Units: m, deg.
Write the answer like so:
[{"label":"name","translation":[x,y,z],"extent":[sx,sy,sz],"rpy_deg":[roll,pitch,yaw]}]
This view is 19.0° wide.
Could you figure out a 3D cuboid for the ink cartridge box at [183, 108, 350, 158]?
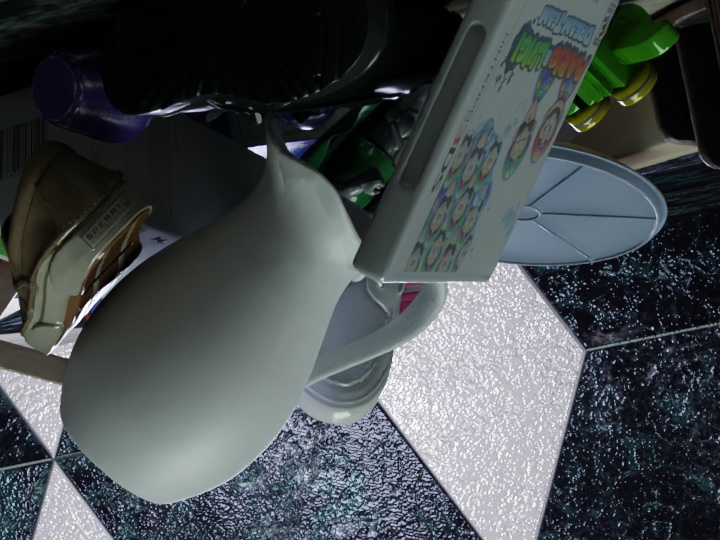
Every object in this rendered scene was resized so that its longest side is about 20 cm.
[{"label":"ink cartridge box","translation":[-0.019,-0.097,1.385],"extent":[0.198,0.045,0.094],"rpy_deg":[-9,173,-31]}]

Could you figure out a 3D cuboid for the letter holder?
[{"label":"letter holder","translation":[0.299,-0.112,1.384],"extent":[0.198,0.144,0.100],"rpy_deg":[-10,175,-21]}]

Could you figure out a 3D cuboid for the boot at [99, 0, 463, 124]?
[{"label":"boot","translation":[-0.013,-0.112,1.040],"extent":[0.162,0.074,0.197],"rpy_deg":[-6,178,-44]}]

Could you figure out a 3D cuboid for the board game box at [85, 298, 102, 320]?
[{"label":"board game box","translation":[-0.174,-0.004,1.519],"extent":[0.102,0.020,0.200],"rpy_deg":[3,149,22]}]

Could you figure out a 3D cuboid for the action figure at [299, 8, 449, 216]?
[{"label":"action figure","translation":[-0.003,-0.055,1.252],"extent":[0.200,0.055,0.118],"rpy_deg":[-48,165,-3]}]

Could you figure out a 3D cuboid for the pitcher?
[{"label":"pitcher","translation":[-0.056,0.039,1.190],"extent":[0.200,0.121,0.171],"rpy_deg":[-49,129,8]}]

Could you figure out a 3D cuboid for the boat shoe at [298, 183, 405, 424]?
[{"label":"boat shoe","translation":[0.000,0.000,1.306],"extent":[0.071,0.201,0.069],"rpy_deg":[17,139,2]}]

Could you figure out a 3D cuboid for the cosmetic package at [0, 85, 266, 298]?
[{"label":"cosmetic package","translation":[-0.134,-0.040,1.258],"extent":[0.107,0.086,0.200],"rpy_deg":[-15,157,30]}]

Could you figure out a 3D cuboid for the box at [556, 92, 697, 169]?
[{"label":"box","translation":[0.163,-0.107,1.516],"extent":[0.094,0.079,0.199],"rpy_deg":[-7,174,-44]}]

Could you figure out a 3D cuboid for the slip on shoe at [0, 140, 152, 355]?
[{"label":"slip on shoe","translation":[-0.158,-0.012,1.128],"extent":[0.076,0.061,0.200],"rpy_deg":[-49,179,-18]}]

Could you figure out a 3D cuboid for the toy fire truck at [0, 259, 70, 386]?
[{"label":"toy fire truck","translation":[-0.229,0.005,1.335],"extent":[0.198,0.143,0.049],"rpy_deg":[1,173,-12]}]

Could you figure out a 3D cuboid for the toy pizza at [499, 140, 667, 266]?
[{"label":"toy pizza","translation":[0.112,-0.053,1.479],"extent":[0.198,0.032,0.200],"rpy_deg":[6,158,2]}]

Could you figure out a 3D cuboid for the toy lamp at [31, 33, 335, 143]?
[{"label":"toy lamp","translation":[-0.090,-0.096,1.135],"extent":[0.058,0.059,0.199],"rpy_deg":[-15,174,39]}]

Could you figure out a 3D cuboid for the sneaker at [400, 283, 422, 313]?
[{"label":"sneaker","translation":[0.002,0.003,1.599],"extent":[0.087,0.075,0.199],"rpy_deg":[-12,-177,-41]}]

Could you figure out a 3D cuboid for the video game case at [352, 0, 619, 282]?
[{"label":"video game case","translation":[0.072,-0.079,1.136],"extent":[0.024,0.183,0.200],"rpy_deg":[27,-172,17]}]

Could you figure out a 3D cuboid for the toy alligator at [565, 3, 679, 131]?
[{"label":"toy alligator","translation":[0.124,-0.121,1.341],"extent":[0.199,0.059,0.054],"rpy_deg":[-28,-152,43]}]
